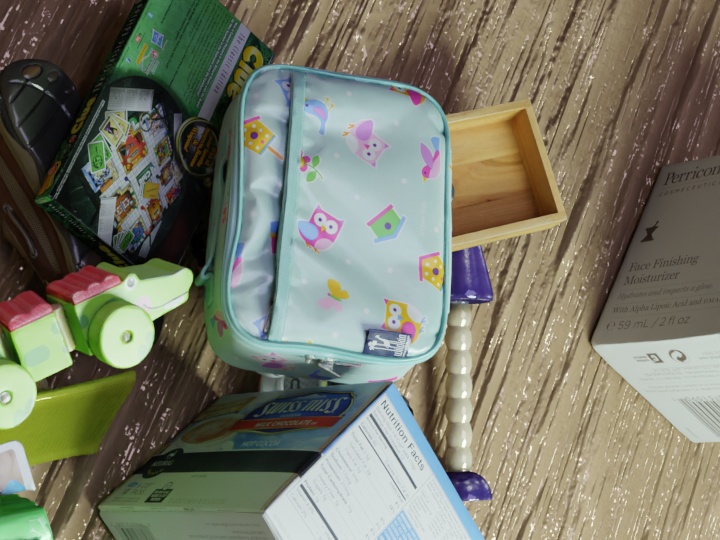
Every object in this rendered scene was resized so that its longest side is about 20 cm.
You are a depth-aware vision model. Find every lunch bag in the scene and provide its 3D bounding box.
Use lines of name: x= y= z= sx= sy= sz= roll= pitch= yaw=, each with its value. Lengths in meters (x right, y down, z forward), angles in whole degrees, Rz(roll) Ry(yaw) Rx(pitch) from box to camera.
lunch bag: x=-0.023 y=-0.027 z=1.048 sx=0.159 sy=0.077 sz=0.203 roll=9 pitch=72 yaw=-20

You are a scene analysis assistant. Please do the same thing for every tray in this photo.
tray: x=0.053 y=-0.062 z=1.234 sx=0.198 sy=0.037 sz=0.100 roll=-13 pitch=82 yaw=-25

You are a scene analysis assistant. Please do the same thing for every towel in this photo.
towel: x=-0.232 y=0.107 z=0.990 sx=0.199 sy=0.086 sz=0.018 roll=-12 pitch=61 yaw=-40

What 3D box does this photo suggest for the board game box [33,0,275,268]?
board game box: x=-0.128 y=-0.095 z=1.051 sx=0.105 sy=0.023 sz=0.202 roll=40 pitch=55 yaw=-29

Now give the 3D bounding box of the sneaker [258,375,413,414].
sneaker: x=0.012 y=0.138 z=1.171 sx=0.201 sy=0.087 sz=0.074 roll=54 pitch=30 yaw=-19

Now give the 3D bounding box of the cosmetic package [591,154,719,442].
cosmetic package: x=0.336 y=0.022 z=1.412 sx=0.165 sy=0.164 sz=0.201 roll=40 pitch=61 yaw=-28

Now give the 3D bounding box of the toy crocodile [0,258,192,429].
toy crocodile: x=-0.187 y=0.037 z=0.948 sx=0.199 sy=0.067 sz=0.062 roll=-27 pitch=118 yaw=-28

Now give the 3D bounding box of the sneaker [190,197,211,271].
sneaker: x=-0.122 y=-0.044 z=1.109 sx=0.098 sy=0.070 sz=0.203 roll=-10 pitch=88 yaw=-36

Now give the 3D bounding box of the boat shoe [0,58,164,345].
boat shoe: x=-0.191 y=-0.035 z=1.046 sx=0.075 sy=0.073 sz=0.202 roll=-33 pitch=105 yaw=-49

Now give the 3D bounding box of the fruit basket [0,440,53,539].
fruit basket: x=-0.263 y=0.218 z=0.945 sx=0.198 sy=0.093 sz=0.188 roll=-19 pitch=100 yaw=-33

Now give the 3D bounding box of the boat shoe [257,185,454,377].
boat shoe: x=0.000 y=0.000 z=1.128 sx=0.200 sy=0.066 sz=0.070 roll=-50 pitch=142 yaw=-32

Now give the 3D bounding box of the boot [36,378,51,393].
boot: x=-0.293 y=0.071 z=0.967 sx=0.167 sy=0.072 sz=0.200 roll=-49 pitch=129 yaw=-14

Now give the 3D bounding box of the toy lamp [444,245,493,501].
toy lamp: x=0.077 y=0.076 z=1.263 sx=0.058 sy=0.058 sz=0.203 roll=2 pitch=83 yaw=-39

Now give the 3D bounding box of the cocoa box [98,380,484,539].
cocoa box: x=-0.046 y=0.165 z=1.059 sx=0.131 sy=0.199 sz=0.134 roll=-42 pitch=110 yaw=-34
